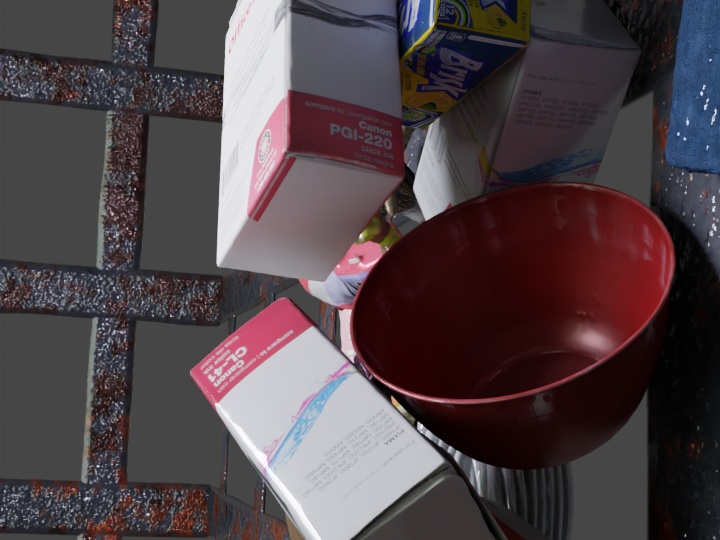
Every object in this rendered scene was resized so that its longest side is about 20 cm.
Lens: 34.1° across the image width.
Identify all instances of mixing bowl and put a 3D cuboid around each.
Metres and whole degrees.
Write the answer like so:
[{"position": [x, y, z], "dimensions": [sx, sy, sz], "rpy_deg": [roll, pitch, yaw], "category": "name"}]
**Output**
[{"position": [0.102, 0.048, 0.722], "dimensions": [0.201, 0.198, 0.109], "rpy_deg": [-108, -3, -57], "category": "mixing bowl"}]

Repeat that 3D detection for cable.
[{"position": [0.098, 0.169, 0.887], "dimensions": [0.200, 0.068, 0.203], "rpy_deg": [172, 100, -76], "category": "cable"}]

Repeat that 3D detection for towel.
[{"position": [0.201, -0.145, 0.600], "dimensions": [0.112, 0.048, 0.203], "rpy_deg": [-142, 57, -74], "category": "towel"}]

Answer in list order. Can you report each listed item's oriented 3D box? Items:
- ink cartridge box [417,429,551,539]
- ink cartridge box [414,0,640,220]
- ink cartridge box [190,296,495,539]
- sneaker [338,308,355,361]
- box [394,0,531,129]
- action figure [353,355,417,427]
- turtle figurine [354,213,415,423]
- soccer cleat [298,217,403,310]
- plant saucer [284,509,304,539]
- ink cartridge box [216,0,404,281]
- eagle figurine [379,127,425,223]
[{"position": [0.100, 0.162, 0.697], "dimensions": [0.201, 0.057, 0.162], "rpy_deg": [61, 170, -9], "category": "ink cartridge box"}, {"position": [0.111, -0.103, 0.843], "dimensions": [0.148, 0.085, 0.202], "rpy_deg": [-105, 25, -53], "category": "ink cartridge box"}, {"position": [-0.004, 0.128, 0.697], "dimensions": [0.200, 0.085, 0.148], "rpy_deg": [44, 166, 53], "category": "ink cartridge box"}, {"position": [0.014, 0.069, 1.239], "dimensions": [0.105, 0.074, 0.203], "rpy_deg": [-121, 30, -74], "category": "sneaker"}, {"position": [0.048, -0.156, 0.784], "dimensions": [0.200, 0.064, 0.071], "rpy_deg": [150, 125, -73], "category": "box"}, {"position": [0.052, 0.079, 1.107], "dimensions": [0.134, 0.149, 0.200], "rpy_deg": [-49, 7, 18], "category": "action figure"}, {"position": [0.034, 0.018, 0.873], "dimensions": [0.161, 0.064, 0.202], "rpy_deg": [-13, -90, -72], "category": "turtle figurine"}, {"position": [0.000, 0.000, 1.037], "dimensions": [0.067, 0.076, 0.200], "rpy_deg": [-50, 16, -18], "category": "soccer cleat"}, {"position": [-0.016, 0.196, 1.024], "dimensions": [0.199, 0.029, 0.203], "rpy_deg": [0, 90, 58], "category": "plant saucer"}, {"position": [-0.037, -0.116, 0.781], "dimensions": [0.146, 0.084, 0.202], "rpy_deg": [130, 143, -54], "category": "ink cartridge box"}, {"position": [0.015, -0.073, 1.145], "dimensions": [0.152, 0.151, 0.200], "rpy_deg": [57, 167, 5], "category": "eagle figurine"}]
